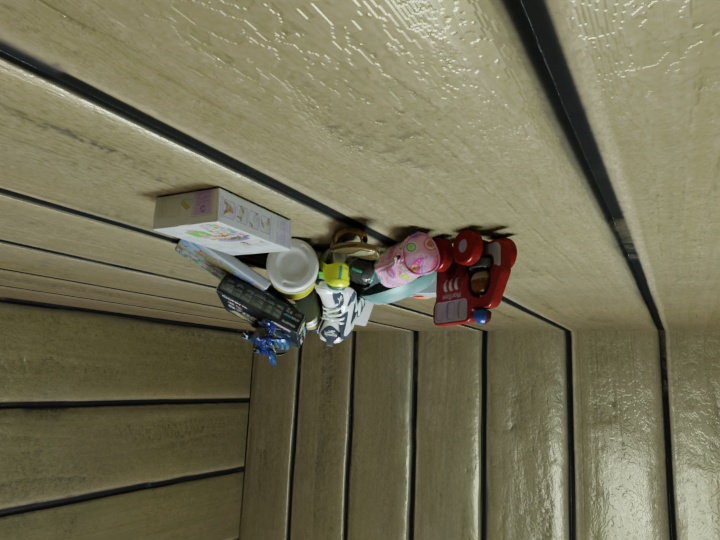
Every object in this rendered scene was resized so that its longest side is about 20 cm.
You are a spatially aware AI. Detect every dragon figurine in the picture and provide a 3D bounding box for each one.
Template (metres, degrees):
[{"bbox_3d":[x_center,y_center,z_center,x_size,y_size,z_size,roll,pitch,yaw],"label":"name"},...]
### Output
[{"bbox_3d":[-0.191,0.164,1.190,0.099,0.059,0.201,26,154,33],"label":"dragon figurine"}]

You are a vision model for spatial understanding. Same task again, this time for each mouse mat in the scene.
[{"bbox_3d":[-0.228,0.031,1.309,0.160,0.008,0.200,40,174,-25],"label":"mouse mat"}]

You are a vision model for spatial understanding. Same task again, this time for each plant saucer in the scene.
[{"bbox_3d":[0.097,0.036,1.287,0.197,0.036,0.200,-22,-174,2],"label":"plant saucer"}]

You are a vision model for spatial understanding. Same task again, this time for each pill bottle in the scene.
[{"bbox_3d":[-0.149,0.005,1.218,0.109,0.113,0.200,4,169,-5],"label":"pill bottle"}]

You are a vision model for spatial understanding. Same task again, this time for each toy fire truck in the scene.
[{"bbox_3d":[0.211,0.020,1.055,0.111,0.171,0.199,8,168,-30],"label":"toy fire truck"}]

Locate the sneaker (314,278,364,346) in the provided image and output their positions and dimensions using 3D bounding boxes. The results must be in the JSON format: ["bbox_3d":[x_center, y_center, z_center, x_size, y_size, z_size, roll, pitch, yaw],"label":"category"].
[{"bbox_3d":[-0.060,0.102,1.234,0.078,0.132,0.199,14,168,17],"label":"sneaker"}]

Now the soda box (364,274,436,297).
[{"bbox_3d":[0.113,0.031,1.409,0.196,0.069,0.064,0,169,16],"label":"soda box"}]

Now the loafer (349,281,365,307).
[{"bbox_3d":[-0.017,0.052,1.430,0.063,0.072,0.200,-34,-162,2],"label":"loafer"}]

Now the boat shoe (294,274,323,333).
[{"bbox_3d":[-0.125,0.067,1.340,0.073,0.202,0.063,-18,138,6],"label":"boat shoe"}]

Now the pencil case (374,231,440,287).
[{"bbox_3d":[0.088,-0.018,1.101,0.086,0.089,0.200,5,172,-12],"label":"pencil case"}]

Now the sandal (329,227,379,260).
[{"bbox_3d":[-0.016,-0.055,1.055,0.079,0.055,0.200,11,-178,-14],"label":"sandal"}]

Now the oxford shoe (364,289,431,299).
[{"bbox_3d":[0.109,0.035,1.479,0.196,0.072,0.073,-3,152,-2],"label":"oxford shoe"}]

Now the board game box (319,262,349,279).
[{"bbox_3d":[-0.080,0.005,1.436,0.094,0.031,0.199,8,165,-28],"label":"board game box"}]

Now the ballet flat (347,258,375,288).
[{"bbox_3d":[0.000,0.000,1.287,0.067,0.069,0.200,17,174,1],"label":"ballet flat"}]

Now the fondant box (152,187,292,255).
[{"bbox_3d":[-0.231,-0.078,0.952,0.142,0.059,0.199,-3,169,28],"label":"fondant box"}]

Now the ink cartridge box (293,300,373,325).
[{"bbox_3d":[-0.076,0.088,1.602,0.146,0.084,0.199,24,-176,36],"label":"ink cartridge box"}]

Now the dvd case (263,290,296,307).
[{"bbox_3d":[-0.230,0.058,1.406,0.199,0.025,0.150,38,176,5],"label":"dvd case"}]

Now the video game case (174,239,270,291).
[{"bbox_3d":[-0.301,-0.011,1.185,0.199,0.022,0.182,36,159,-16],"label":"video game case"}]

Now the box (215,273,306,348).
[{"bbox_3d":[-0.213,0.093,1.217,0.198,0.046,0.159,27,160,4],"label":"box"}]

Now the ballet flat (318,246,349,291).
[{"bbox_3d":[-0.054,-0.015,1.180,0.066,0.068,0.200,4,-166,-11],"label":"ballet flat"}]
